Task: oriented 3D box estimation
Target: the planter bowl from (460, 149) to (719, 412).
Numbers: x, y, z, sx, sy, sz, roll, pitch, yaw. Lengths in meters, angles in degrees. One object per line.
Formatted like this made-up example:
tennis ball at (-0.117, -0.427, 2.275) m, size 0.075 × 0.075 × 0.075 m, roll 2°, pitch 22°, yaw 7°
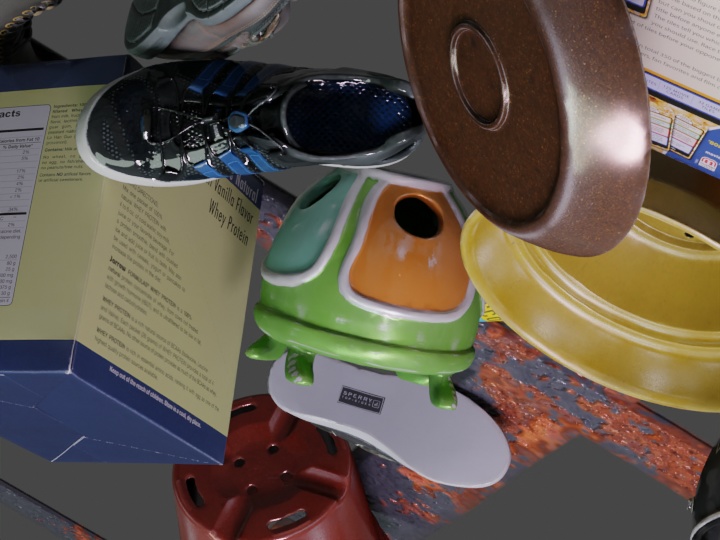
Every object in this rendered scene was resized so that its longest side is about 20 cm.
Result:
planter bowl at (0.162, -0.012, 1.005) m, size 0.200 × 0.084 × 0.201 m, roll 23°, pitch 154°, yaw 12°

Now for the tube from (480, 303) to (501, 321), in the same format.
tube at (0.046, 0.010, 1.207) m, size 0.200 × 0.050 × 0.077 m, roll -5°, pitch 143°, yaw 40°

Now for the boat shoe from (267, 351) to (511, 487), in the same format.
boat shoe at (0.025, 0.111, 1.391) m, size 0.200 × 0.069 × 0.057 m, roll 22°, pitch 172°, yaw 17°

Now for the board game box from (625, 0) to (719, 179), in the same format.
board game box at (0.162, -0.124, 0.848) m, size 0.151 × 0.046 × 0.200 m, roll 25°, pitch 153°, yaw 8°

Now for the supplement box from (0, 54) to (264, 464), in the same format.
supplement box at (-0.172, 0.000, 1.143) m, size 0.134 × 0.200 × 0.200 m, roll -1°, pitch 159°, yaw 23°

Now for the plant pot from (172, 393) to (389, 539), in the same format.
plant pot at (-0.071, 0.219, 1.543) m, size 0.200 × 0.201 × 0.196 m, roll 18°, pitch 144°, yaw 20°

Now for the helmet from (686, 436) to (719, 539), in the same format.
helmet at (0.295, 0.143, 1.030) m, size 0.191 × 0.200 × 0.200 m, roll 61°, pitch 166°, yaw 26°

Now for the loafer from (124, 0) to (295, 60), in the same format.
loafer at (-0.067, -0.154, 1.009) m, size 0.063 × 0.072 × 0.200 m, roll 18°, pitch 167°, yaw -26°

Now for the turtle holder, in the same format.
turtle holder at (0.010, 0.002, 1.126) m, size 0.141 × 0.132 × 0.186 m, roll 11°, pitch -175°, yaw 6°

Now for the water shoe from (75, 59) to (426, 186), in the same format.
water shoe at (-0.060, -0.090, 1.022) m, size 0.199 × 0.072 × 0.079 m, roll -5°, pitch 178°, yaw -8°

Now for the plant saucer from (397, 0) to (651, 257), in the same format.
plant saucer at (0.068, -0.097, 0.869) m, size 0.200 × 0.034 × 0.201 m, roll 53°, pitch 154°, yaw 41°

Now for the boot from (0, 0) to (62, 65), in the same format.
boot at (-0.216, -0.151, 1.141) m, size 0.138 × 0.078 × 0.200 m, roll 2°, pitch 145°, yaw 34°
